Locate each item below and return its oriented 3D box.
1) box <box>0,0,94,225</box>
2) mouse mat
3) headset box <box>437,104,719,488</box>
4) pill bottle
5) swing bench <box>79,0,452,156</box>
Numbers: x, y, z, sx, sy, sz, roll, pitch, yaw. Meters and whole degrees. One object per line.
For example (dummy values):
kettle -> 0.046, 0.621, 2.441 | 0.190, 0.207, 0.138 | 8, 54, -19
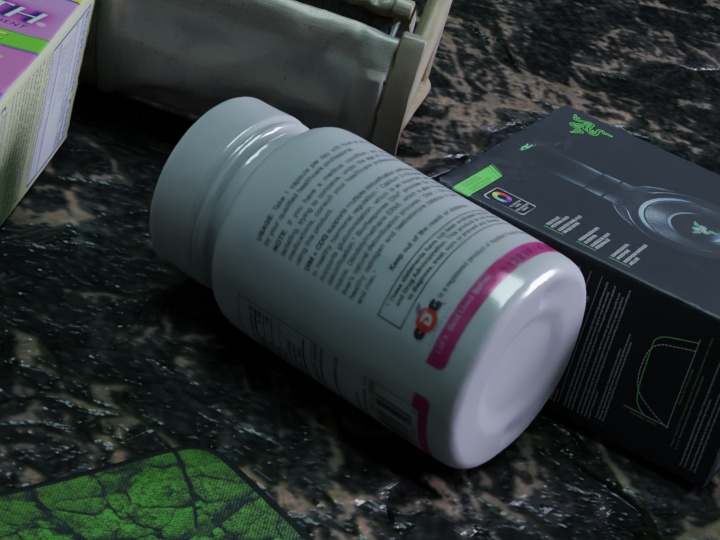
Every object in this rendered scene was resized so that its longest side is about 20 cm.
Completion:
box -> -0.252, -0.100, 1.083 | 0.175, 0.097, 0.200 | 17, 27, 2
mouse mat -> -0.092, 0.132, 0.844 | 0.199, 0.008, 0.161 | -12, 39, -42
headset box -> 0.137, 0.003, 1.114 | 0.199, 0.093, 0.174 | 27, 29, 20
pill bottle -> 0.000, 0.000, 1.020 | 0.200, 0.114, 0.113 | 32, 31, 26
swing bench -> -0.053, -0.150, 1.259 | 0.198, 0.130, 0.200 | 19, 33, 3
